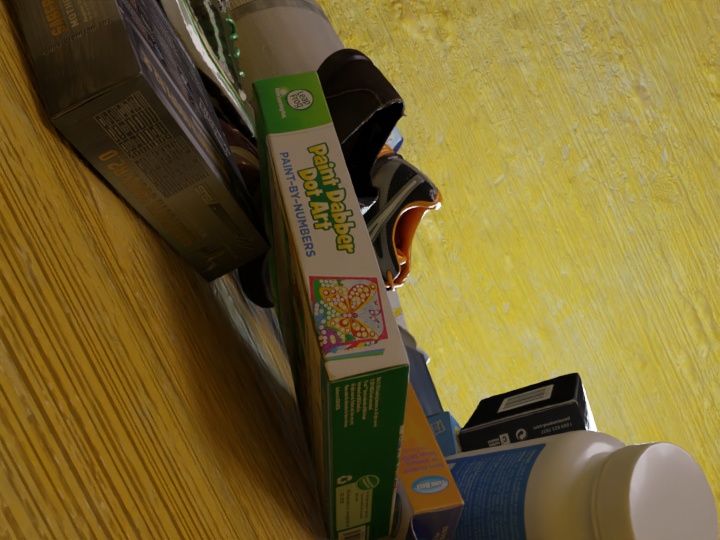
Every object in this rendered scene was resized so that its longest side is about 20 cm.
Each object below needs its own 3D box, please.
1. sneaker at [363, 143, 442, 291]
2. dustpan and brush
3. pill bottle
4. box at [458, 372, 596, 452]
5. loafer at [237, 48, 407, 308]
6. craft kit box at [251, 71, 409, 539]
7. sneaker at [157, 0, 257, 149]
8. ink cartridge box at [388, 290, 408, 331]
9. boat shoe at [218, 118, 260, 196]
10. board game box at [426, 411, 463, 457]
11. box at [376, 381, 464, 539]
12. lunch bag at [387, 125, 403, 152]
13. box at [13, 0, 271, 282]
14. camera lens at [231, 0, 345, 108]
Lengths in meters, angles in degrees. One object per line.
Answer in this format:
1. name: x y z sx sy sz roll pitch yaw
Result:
1. sneaker: 0.000 0.000 0.743 0.076 0.204 0.078 27 12 21
2. dustpan and brush: 0.010 0.083 0.968 0.197 0.058 0.141 14 -36 32
3. pill bottle: 0.127 0.168 0.596 0.199 0.111 0.114 -28 -91 54
4. box: 0.172 0.211 0.797 0.148 0.105 0.205 -6 79 -75
5. loafer: -0.028 -0.056 0.656 0.071 0.204 0.072 33 18 34
6. craft kit box: -0.022 0.029 0.529 0.202 0.047 0.200 93 -19 -53
7. sneaker: -0.116 -0.178 0.703 0.076 0.089 0.202 3 -47 42
8. ink cartridge box: 0.005 0.046 1.077 0.117 0.066 0.205 -170 -117 -75
9. boat shoe: -0.083 -0.054 0.737 0.073 0.071 0.200 66 8 31
10. board game box: 0.095 0.254 0.782 0.196 0.055 0.204 53 25 -54
11. box: 0.017 0.137 0.621 0.202 0.041 0.121 -116 -152 -44
12. lunch bag: -0.073 -0.184 1.048 0.198 0.125 0.171 28 -15 27
13. box: -0.123 -0.103 0.501 0.200 0.047 0.161 62 4 -67
14. camera lens: -0.080 -0.166 0.852 0.202 0.158 0.161 62 1 31
